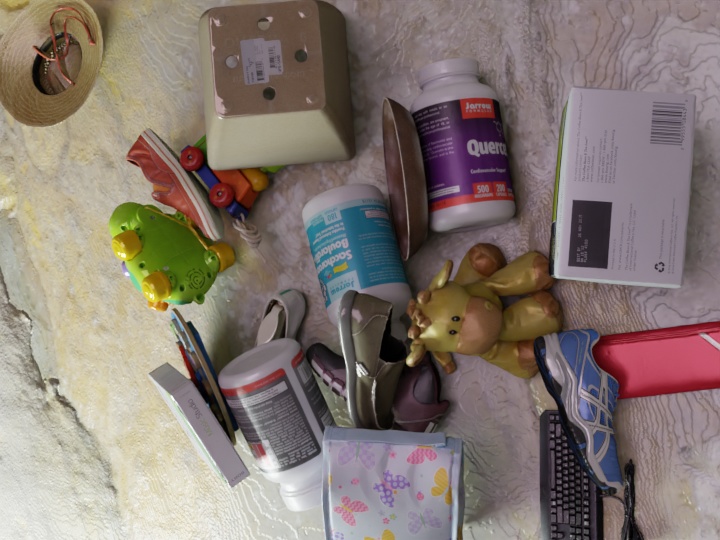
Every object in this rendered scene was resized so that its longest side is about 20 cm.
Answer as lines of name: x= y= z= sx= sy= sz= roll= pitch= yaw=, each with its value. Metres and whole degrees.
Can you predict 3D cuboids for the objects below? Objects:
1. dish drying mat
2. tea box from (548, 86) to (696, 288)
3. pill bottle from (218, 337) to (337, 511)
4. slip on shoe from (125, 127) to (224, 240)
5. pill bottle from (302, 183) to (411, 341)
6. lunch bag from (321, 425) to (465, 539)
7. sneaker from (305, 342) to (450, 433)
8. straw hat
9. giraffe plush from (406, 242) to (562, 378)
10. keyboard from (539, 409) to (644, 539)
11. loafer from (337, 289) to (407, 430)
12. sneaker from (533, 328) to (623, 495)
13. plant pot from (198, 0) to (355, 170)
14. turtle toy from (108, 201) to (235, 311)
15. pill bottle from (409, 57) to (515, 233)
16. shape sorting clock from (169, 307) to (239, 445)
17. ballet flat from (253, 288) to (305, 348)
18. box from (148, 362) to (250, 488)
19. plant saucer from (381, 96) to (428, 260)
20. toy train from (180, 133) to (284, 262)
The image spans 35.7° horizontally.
dish drying mat: x=0.356 y=0.106 z=1.306 sx=0.198 sy=0.018 sz=0.078 roll=-10 pitch=86 yaw=25
tea box: x=0.282 y=-0.086 z=1.234 sx=0.132 sy=0.197 sz=0.202 roll=5 pitch=92 yaw=6
pill bottle: x=-0.093 y=0.199 z=1.437 sx=0.115 sy=0.116 sz=0.201 roll=-18 pitch=103 yaw=24
slip on shoe: x=-0.253 y=-0.110 z=1.535 sx=0.061 sy=0.074 sz=0.200 roll=-42 pitch=69 yaw=2
pill bottle: x=0.000 y=0.000 z=1.417 sx=0.110 sy=0.111 sz=0.202 roll=-23 pitch=73 yaw=23
lunch bag: x=0.043 y=0.266 z=1.339 sx=0.168 sy=0.128 sz=0.201 roll=1 pitch=126 yaw=7
sneaker: x=0.033 y=0.132 z=1.438 sx=0.200 sy=0.076 sz=0.116 roll=39 pitch=98 yaw=12
straw hat: x=-0.438 y=-0.301 z=1.658 sx=0.199 sy=0.085 sz=0.203 roll=-2 pitch=85 yaw=20
giraffe plush: x=0.127 y=0.051 z=1.336 sx=0.198 sy=0.162 sz=0.174 roll=-8 pitch=85 yaw=24
keyboard: x=0.275 y=0.270 z=1.340 sx=0.126 sy=0.021 sz=0.202 roll=-2 pitch=89 yaw=26
loafer: x=0.020 y=0.117 z=1.331 sx=0.069 sy=0.075 sz=0.201 roll=0 pitch=122 yaw=17
sneaker: x=0.269 y=0.162 z=1.296 sx=0.076 sy=0.076 sz=0.202 roll=-20 pitch=91 yaw=-3
plant pot: x=-0.111 y=-0.246 z=1.413 sx=0.198 sy=0.177 sz=0.202 roll=-5 pitch=87 yaw=-1
turtle toy: x=-0.278 y=-0.024 z=1.557 sx=0.200 sy=0.145 sz=0.101 roll=50 pitch=143 yaw=18
pill bottle: x=0.122 y=-0.152 z=1.371 sx=0.112 sy=0.112 sz=0.202 roll=-11 pitch=85 yaw=25
shape sorting clock: x=-0.213 y=0.144 z=1.494 sx=0.039 sy=0.200 sz=0.201 roll=-24 pitch=77 yaw=-10
ballet flat: x=-0.127 y=0.120 z=1.510 sx=0.069 sy=0.069 sz=0.202 roll=18 pitch=97 yaw=25
box: x=-0.215 y=0.199 z=1.467 sx=0.036 sy=0.200 sz=0.145 roll=-33 pitch=103 yaw=-13
plant saucer: x=0.055 y=-0.114 z=1.373 sx=0.032 sy=0.200 sz=0.202 roll=-9 pitch=84 yaw=-3
toy train: x=-0.146 y=-0.120 z=1.523 sx=0.116 sy=0.085 sz=0.200 roll=-42 pitch=72 yaw=5
